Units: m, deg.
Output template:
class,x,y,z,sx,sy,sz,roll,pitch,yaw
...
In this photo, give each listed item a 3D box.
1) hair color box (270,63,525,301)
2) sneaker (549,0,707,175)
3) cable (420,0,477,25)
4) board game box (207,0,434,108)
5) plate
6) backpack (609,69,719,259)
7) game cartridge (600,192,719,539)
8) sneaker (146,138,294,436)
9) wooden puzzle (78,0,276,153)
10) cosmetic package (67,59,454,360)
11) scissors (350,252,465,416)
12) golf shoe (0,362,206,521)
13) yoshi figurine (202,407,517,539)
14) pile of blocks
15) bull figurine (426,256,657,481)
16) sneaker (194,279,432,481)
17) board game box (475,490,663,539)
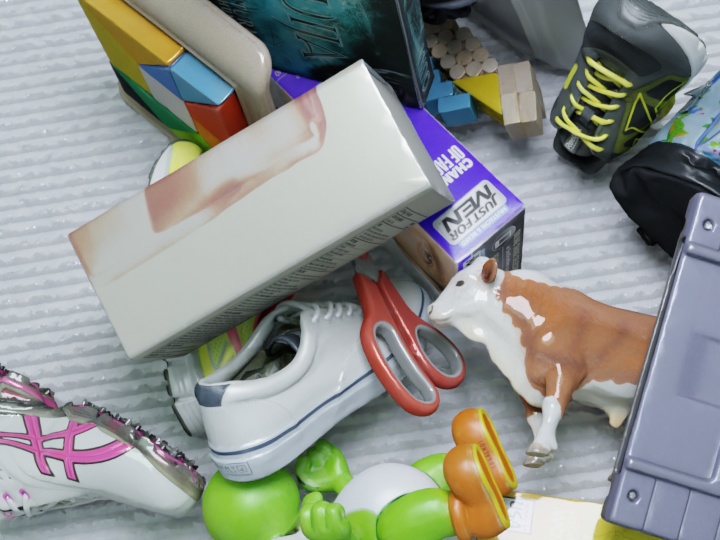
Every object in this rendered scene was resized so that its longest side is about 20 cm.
class,x,y,z,sx,sy,sz,roll,pitch,yaw
hair color box,0.020,-0.067,0.933,0.065,0.109,0.200,-41,69,-13
sneaker,0.165,-0.112,0.898,0.074,0.200,0.085,38,85,15
cable,-0.010,-0.187,0.910,0.200,0.163,0.051,16,88,25
board game box,-0.031,-0.161,0.809,0.135,0.200,0.028,17,76,13
plate,0.067,-0.214,0.952,0.200,0.200,0.032,40,91,19
backpack,0.289,-0.081,0.905,0.163,0.154,0.200,45,61,-1
game cartridge,0.229,0.067,0.815,0.130,0.038,0.200,17,83,2
sneaker,-0.091,0.006,0.932,0.090,0.078,0.200,-11,77,0
wooden puzzle,-0.119,-0.123,0.919,0.185,0.200,0.037,39,72,19
cosmetic package,-0.055,-0.031,0.826,0.200,0.103,0.087,-29,82,8
scissors,0.000,0.000,0.873,0.073,0.014,0.200,-20,74,-48
golf shoe,-0.191,0.124,0.891,0.200,0.073,0.092,17,75,23
yoshi figurine,-0.015,0.137,0.836,0.200,0.112,0.112,-25,52,15
pile of blocks,0.054,-0.142,0.994,0.082,0.062,0.200,-44,62,-1
bull figurine,0.136,0.062,0.858,0.200,0.065,0.122,11,72,-20
sneaker,-0.023,0.048,0.867,0.073,0.071,0.200,3,30,38
board game box,0.162,0.219,0.832,0.200,0.040,0.153,6,67,8
